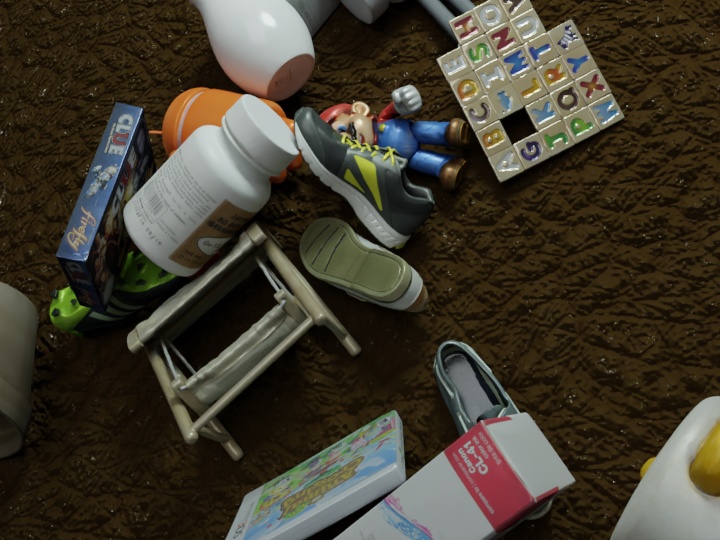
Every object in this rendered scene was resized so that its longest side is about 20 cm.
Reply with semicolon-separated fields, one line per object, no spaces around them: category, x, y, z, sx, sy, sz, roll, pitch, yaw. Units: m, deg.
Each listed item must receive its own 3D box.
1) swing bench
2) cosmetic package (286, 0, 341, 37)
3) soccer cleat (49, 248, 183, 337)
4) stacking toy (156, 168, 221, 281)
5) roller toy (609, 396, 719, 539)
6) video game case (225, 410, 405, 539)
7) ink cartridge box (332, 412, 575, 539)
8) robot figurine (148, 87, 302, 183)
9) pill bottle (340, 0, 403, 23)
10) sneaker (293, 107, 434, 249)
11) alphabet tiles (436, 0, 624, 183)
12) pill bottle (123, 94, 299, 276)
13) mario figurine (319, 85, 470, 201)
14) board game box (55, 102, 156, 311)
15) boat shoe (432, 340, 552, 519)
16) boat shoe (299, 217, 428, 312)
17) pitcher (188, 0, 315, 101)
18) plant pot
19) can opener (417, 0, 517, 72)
swing bench;-0.144;0.069;0.971;0.199;0.130;0.200;-42;62;0
cosmetic package;-0.052;-0.437;1.166;0.081;0.113;0.201;32;82;28
soccer cleat;-0.295;0.029;1.066;0.197;0.081;0.068;-21;56;14
stacking toy;-0.248;-0.062;1.098;0.085;0.085;0.200;-46;67;-4
roller toy;0.301;0.209;0.722;0.139;0.199;0.184;33;101;29
video game case;-0.045;0.220;0.853;0.198;0.182;0.022;-30;95;5
ink cartridge box;0.083;0.224;0.781;0.199;0.147;0.086;-40;69;17
robot figurine;-0.170;-0.170;1.092;0.197;0.117;0.146;16;76;23
pill bottle;0.053;-0.432;1.124;0.200;0.114;0.114;-45;61;-4
sneaker;0.007;-0.121;0.977;0.084;0.200;0.075;-37;19;22
alphabet tiles;0.192;-0.229;1.000;0.165;0.008;0.202;-27;83;0
pill bottle;-0.167;-0.098;0.968;0.200;0.114;0.115;-42;59;18
mario figurine;0.025;-0.148;1.019;0.197;0.106;0.125;11;73;21
board game box;-0.290;-0.072;0.987;0.034;0.136;0.203;13;65;0
boat shoe;0.131;0.159;0.873;0.072;0.062;0.202;-28;63;2
boat shoe;0.000;0.000;0.984;0.075;0.068;0.199;-54;41;-3
pitcher;-0.148;-0.312;1.130;0.121;0.172;0.201;-37;74;-10
plant pot;-0.488;0.112;1.056;0.197;0.201;0.175;-6;49;16
can opener;0.137;-0.304;1.077;0.053;0.066;0.201;-41;54;11
